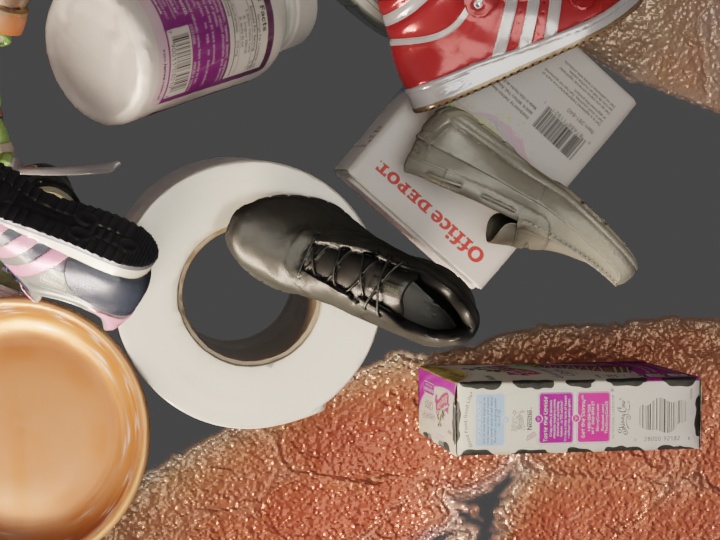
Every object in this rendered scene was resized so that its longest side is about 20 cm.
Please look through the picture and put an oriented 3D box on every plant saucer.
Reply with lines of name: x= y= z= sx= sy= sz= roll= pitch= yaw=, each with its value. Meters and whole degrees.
plant saucer: x=-0.252 y=0.119 z=1.375 sx=0.200 sy=0.037 sz=0.201 roll=0 pitch=91 yaw=3

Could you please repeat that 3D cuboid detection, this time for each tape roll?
tape roll: x=-0.093 y=0.013 z=1.434 sx=0.202 sy=0.139 sz=0.203 roll=-1 pitch=95 yaw=-11

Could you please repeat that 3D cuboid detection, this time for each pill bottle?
pill bottle: x=-0.128 y=-0.185 z=1.390 sx=0.200 sy=0.112 sz=0.112 roll=-26 pitch=101 yaw=-45

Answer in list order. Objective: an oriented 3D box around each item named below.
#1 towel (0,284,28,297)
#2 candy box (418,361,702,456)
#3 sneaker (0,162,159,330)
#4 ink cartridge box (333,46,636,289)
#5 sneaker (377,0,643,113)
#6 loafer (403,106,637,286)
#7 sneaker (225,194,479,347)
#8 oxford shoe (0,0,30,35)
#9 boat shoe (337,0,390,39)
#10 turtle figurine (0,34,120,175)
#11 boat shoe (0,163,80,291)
towel: x=-0.368 y=0.072 z=1.412 sx=0.191 sy=0.032 sz=0.200 roll=24 pitch=108 yaw=-13
candy box: x=0.156 y=0.108 z=1.490 sx=0.200 sy=0.136 sz=0.061 roll=-1 pitch=93 yaw=-11
sneaker: x=-0.245 y=-0.019 z=1.321 sx=0.200 sy=0.070 sz=0.082 roll=26 pitch=125 yaw=6
ink cartridge box: x=0.097 y=-0.106 z=1.488 sx=0.145 sy=0.084 sz=0.200 roll=41 pitch=86 yaw=-11
sneaker: x=0.110 y=-0.209 z=1.405 sx=0.200 sy=0.071 sz=0.113 roll=-25 pitch=99 yaw=-5
loafer: x=0.123 y=-0.046 z=1.423 sx=0.200 sy=0.070 sz=0.070 roll=36 pitch=93 yaw=-6
sneaker: x=0.000 y=0.000 z=1.335 sx=0.200 sy=0.091 sz=0.076 roll=20 pitch=93 yaw=-10
oxford shoe: x=-0.294 y=-0.245 z=1.361 sx=0.071 sy=0.200 sz=0.073 roll=2 pitch=120 yaw=-49
boat shoe: x=-0.022 y=-0.270 z=1.460 sx=0.065 sy=0.074 sz=0.202 roll=-39 pitch=93 yaw=-1
turtle figurine: x=-0.322 y=-0.107 z=1.367 sx=0.194 sy=0.144 sz=0.200 roll=-41 pitch=63 yaw=11
boat shoe: x=-0.300 y=-0.005 z=1.436 sx=0.201 sy=0.063 sz=0.074 roll=-38 pitch=121 yaw=8
